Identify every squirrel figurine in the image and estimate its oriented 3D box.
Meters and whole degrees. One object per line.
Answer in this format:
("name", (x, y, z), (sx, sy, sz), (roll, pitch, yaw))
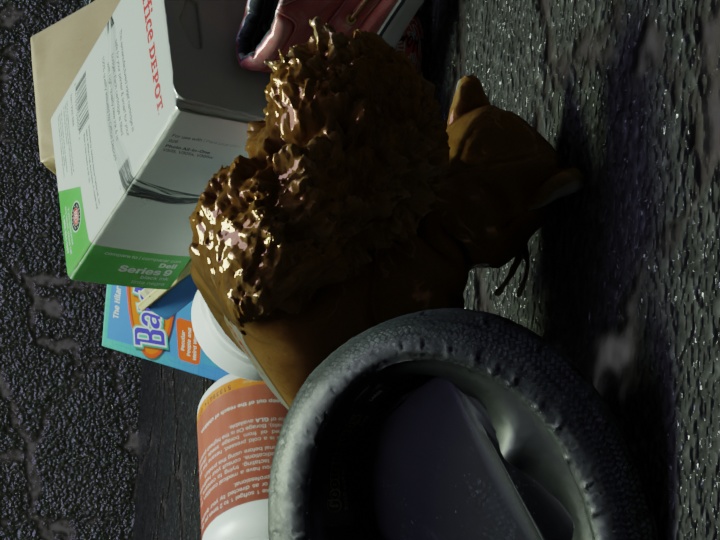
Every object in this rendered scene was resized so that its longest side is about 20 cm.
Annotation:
("squirrel figurine", (0.015, -0.024, 0.899), (0.142, 0.186, 0.200), (49, 170, 38))

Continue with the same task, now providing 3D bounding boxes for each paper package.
("paper package", (-0.162, -0.157, 1.529), (0.104, 0.199, 0.191), (53, -165, -40))

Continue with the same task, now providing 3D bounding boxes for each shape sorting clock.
("shape sorting clock", (-0.092, -0.036, 1.410), (0.039, 0.200, 0.200), (49, 170, -6))

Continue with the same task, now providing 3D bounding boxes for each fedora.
("fedora", (0.055, 0.116, 0.837), (0.091, 0.199, 0.202), (-5, -79, -65))

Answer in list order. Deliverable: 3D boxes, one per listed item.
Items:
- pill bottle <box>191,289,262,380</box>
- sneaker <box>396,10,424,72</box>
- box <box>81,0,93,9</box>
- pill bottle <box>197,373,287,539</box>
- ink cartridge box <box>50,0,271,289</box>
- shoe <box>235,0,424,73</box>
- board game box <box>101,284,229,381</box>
("pill bottle", (-0.039, -0.008, 1.246), (0.200, 0.119, 0.120), (130, 144, -52))
("sneaker", (-0.040, -0.121, 1.299), (0.201, 0.067, 0.109), (-16, 71, 35))
("box", (-0.220, -0.276, 2.117), (0.104, 0.199, 0.183), (-125, 41, -70))
("pill bottle", (-0.071, 0.183, 1.449), (0.113, 0.111, 0.201), (105, 164, -45))
("ink cartridge box", (-0.136, -0.102, 1.272), (0.200, 0.084, 0.147), (-49, 42, 45))
("shoe", (-0.004, -0.201, 1.166), (0.201, 0.091, 0.072), (-61, 36, 25))
("board game box", (-0.121, 0.014, 1.567), (0.045, 0.199, 0.153), (-27, -53, -60))
